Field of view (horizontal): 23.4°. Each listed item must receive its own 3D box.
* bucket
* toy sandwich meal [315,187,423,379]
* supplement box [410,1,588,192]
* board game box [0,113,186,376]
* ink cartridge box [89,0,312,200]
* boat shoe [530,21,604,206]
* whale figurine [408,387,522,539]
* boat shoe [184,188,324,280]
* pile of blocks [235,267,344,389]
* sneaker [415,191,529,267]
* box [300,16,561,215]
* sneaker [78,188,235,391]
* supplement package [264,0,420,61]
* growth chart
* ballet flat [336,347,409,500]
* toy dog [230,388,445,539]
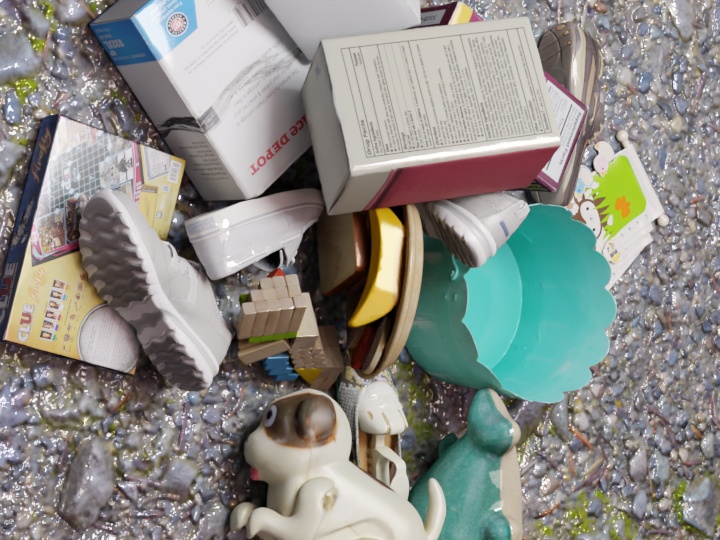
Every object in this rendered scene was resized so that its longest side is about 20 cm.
[{"bbox_3d":[0.143,0.030,1.758,0.206,0.134,0.209,-2,93,-37],"label":"bucket"},{"bbox_3d":[0.000,0.000,1.634,0.070,0.205,0.207,9,86,-17],"label":"toy sandwich meal"},{"bbox_3d":[0.108,-0.168,1.731,0.199,0.130,0.104,34,71,-33],"label":"supplement box"},{"bbox_3d":[-0.239,-0.021,1.533,0.135,0.034,0.202,19,80,-36],"label":"board game box"},{"bbox_3d":[-0.126,-0.184,1.582,0.145,0.083,0.201,-46,117,-28],"label":"ink cartridge box"},{"bbox_3d":[0.228,-0.162,1.857,0.073,0.074,0.202,11,86,-36],"label":"boat shoe"},{"bbox_3d":[0.102,0.215,1.715,0.103,0.159,0.201,-5,126,-20],"label":"whale figurine"},{"bbox_3d":[-0.087,-0.032,1.588,0.200,0.071,0.069,-20,95,-68],"label":"boat shoe"},{"bbox_3d":[-0.074,0.051,1.622,0.200,0.081,0.063,61,12,-61],"label":"pile of blocks"},{"bbox_3d":[0.091,-0.074,1.675,0.082,0.200,0.075,-32,132,-10],"label":"sneaker"},{"bbox_3d":[0.060,-0.137,1.548,0.198,0.109,0.129,-8,73,-15],"label":"box"},{"bbox_3d":[-0.178,0.008,1.526,0.082,0.074,0.201,-53,127,-42],"label":"sneaker"},{"bbox_3d":[-0.022,-0.314,1.573,0.117,0.116,0.201,50,31,-50],"label":"supplement package"},{"bbox_3d":[0.267,-0.047,1.924,0.200,0.018,0.145,-50,117,-26],"label":"growth chart"},{"bbox_3d":[0.020,0.171,1.711,0.072,0.072,0.202,-6,94,-36],"label":"ballet flat"},{"bbox_3d":[-0.030,0.208,1.623,0.193,0.140,0.201,-30,93,-5],"label":"toy dog"}]
